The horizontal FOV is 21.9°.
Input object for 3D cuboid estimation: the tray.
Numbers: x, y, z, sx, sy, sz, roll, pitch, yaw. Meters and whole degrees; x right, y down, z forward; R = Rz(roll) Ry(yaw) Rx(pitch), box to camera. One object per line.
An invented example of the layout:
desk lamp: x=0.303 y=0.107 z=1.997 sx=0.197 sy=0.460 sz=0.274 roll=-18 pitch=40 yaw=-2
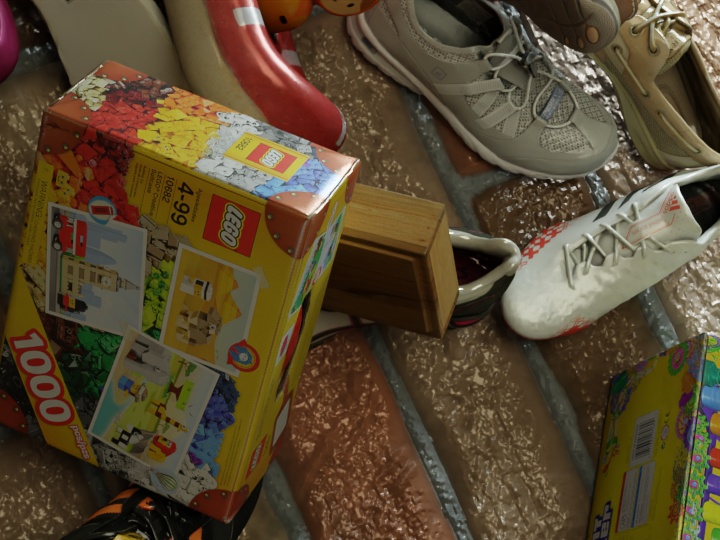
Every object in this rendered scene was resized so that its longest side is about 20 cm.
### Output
tray: x=-0.047 y=-0.020 z=1.052 sx=0.200 sy=0.099 sz=0.037 roll=14 pitch=63 yaw=16

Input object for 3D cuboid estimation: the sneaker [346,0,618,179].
sneaker: x=0.086 y=-0.127 z=1.203 sx=0.200 sy=0.082 sz=0.075 roll=29 pitch=65 yaw=-12

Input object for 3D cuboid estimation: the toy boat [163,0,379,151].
toy boat: x=-0.045 y=-0.165 z=1.120 sx=0.130 sy=0.131 sz=0.200 roll=-17 pitch=80 yaw=9

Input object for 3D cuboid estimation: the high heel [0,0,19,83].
high heel: x=-0.246 y=-0.196 z=1.081 sx=0.067 sy=0.096 sz=0.200 roll=-8 pitch=77 yaw=-24

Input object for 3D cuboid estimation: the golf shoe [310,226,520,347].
golf shoe: x=0.000 y=0.000 z=1.128 sx=0.200 sy=0.088 sz=0.077 roll=-7 pitch=78 yaw=-21

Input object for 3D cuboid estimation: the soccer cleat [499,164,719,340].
soccer cleat: x=0.175 y=-0.018 z=1.205 sx=0.200 sy=0.085 sz=0.069 roll=-27 pitch=86 yaw=-27

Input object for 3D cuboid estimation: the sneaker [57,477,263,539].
sneaker: x=-0.120 y=0.154 z=1.028 sx=0.200 sy=0.090 sz=0.070 roll=-38 pitch=91 yaw=-27

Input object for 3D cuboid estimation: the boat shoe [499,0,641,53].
boat shoe: x=0.101 y=-0.212 z=1.168 sx=0.072 sy=0.076 sz=0.200 roll=-41 pitch=64 yaw=-16

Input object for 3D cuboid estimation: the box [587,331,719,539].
box: x=0.253 y=0.172 z=1.158 sx=0.192 sy=0.122 sz=0.200 roll=19 pitch=67 yaw=-16

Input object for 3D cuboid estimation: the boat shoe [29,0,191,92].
boat shoe: x=-0.163 y=-0.178 z=1.125 sx=0.200 sy=0.075 sz=0.093 roll=58 pitch=18 yaw=-25

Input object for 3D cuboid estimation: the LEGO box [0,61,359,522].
LEGO box: x=-0.102 y=0.012 z=0.987 sx=0.149 sy=0.200 sz=0.077 roll=22 pitch=33 yaw=10

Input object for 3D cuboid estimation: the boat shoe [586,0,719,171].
boat shoe: x=0.191 y=-0.154 z=1.226 sx=0.071 sy=0.064 sz=0.200 roll=-47 pitch=119 yaw=-26
